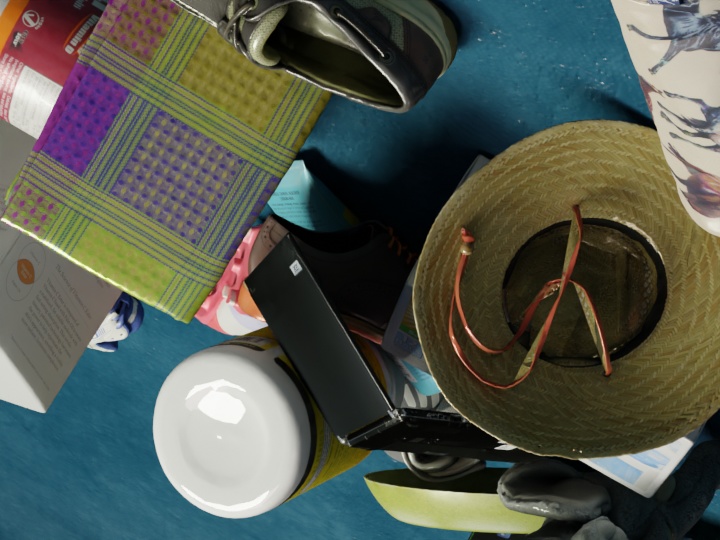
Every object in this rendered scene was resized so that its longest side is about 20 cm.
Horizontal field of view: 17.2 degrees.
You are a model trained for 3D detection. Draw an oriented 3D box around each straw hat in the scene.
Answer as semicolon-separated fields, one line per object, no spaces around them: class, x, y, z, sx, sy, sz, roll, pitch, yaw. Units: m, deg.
straw hat;0.124;0.012;1.364;0.200;0.202;0.085;32;175;-2

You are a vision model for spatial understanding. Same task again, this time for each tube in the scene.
tube;0.000;0.000;1.618;0.077;0.051;0.200;-7;130;52

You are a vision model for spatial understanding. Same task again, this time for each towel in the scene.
towel;-0.110;-0.085;1.426;0.143;0.201;0.023;30;-175;-5

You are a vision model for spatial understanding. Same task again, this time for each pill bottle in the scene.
pill bottle;-0.047;0.092;1.613;0.112;0.113;0.200;20;-164;21
pill bottle;-0.142;-0.110;1.493;0.199;0.110;0.110;29;155;3

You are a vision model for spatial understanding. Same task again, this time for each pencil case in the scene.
pencil case;0.179;-0.100;1.185;0.089;0.078;0.201;37;163;40

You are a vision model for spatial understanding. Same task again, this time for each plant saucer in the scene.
plant saucer;0.101;0.162;1.679;0.198;0.031;0.200;2;-179;0

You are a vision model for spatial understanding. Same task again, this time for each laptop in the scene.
laptop;0.034;0.052;1.450;0.198;0.104;0.177;6;170;-10

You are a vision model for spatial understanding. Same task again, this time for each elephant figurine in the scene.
elephant figurine;0.149;0.182;1.543;0.154;0.201;0.142;28;121;-9

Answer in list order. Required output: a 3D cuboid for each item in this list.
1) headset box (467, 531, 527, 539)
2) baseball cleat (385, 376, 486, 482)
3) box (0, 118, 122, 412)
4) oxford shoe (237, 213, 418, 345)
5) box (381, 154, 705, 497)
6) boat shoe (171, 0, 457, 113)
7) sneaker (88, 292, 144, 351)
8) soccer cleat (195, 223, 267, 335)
headset box;0.139;0.301;1.860;0.092;0.175;0.200;12;150;34
baseball cleat;0.050;0.111;1.690;0.200;0.106;0.070;-27;93;55
box;-0.224;-0.027;1.630;0.097;0.201;0.125;15;151;31
oxford shoe;0.024;0.010;1.557;0.198;0.073;0.071;9;-163;-14
box;0.126;0.035;1.468;0.199;0.102;0.113;29;156;5
boat shoe;-0.045;-0.147;1.352;0.199;0.066;0.072;23;138;10
sneaker;-0.204;0.011;1.852;0.087;0.076;0.200;21;163;-7
soccer cleat;-0.064;0.012;1.682;0.076;0.067;0.200;16;167;-16
